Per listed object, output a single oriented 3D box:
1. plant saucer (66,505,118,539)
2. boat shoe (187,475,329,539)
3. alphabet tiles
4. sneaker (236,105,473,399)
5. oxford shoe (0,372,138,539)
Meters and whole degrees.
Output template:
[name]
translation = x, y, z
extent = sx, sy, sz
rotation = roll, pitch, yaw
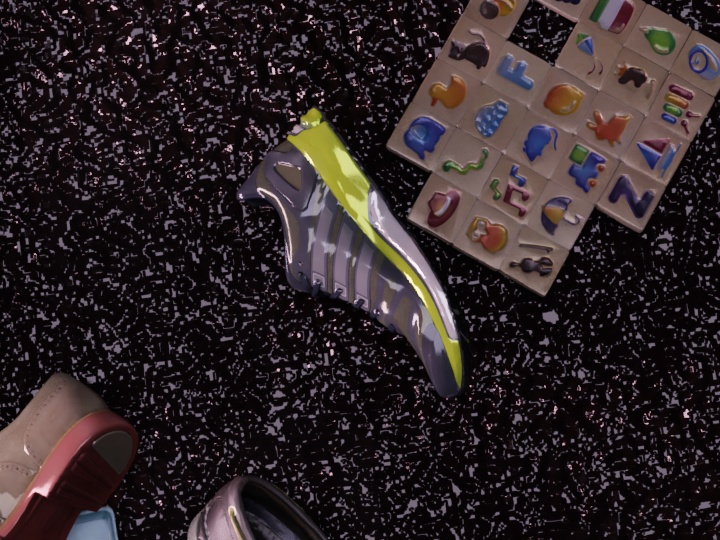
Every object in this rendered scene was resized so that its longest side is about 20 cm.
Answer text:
[plant saucer]
translation = -0.245, 0.199, 1.343
extent = 0.198, 0.019, 0.070
rotation = -11, 85, 1
[boat shoe]
translation = -0.022, 0.210, 1.302
extent = 0.201, 0.061, 0.072
rotation = 46, 47, 5
[alphabet tiles]
translation = 0.119, -0.092, 1.354
extent = 0.166, 0.008, 0.201
rotation = 29, 79, 4
[sneaker]
translation = 0.000, 0.000, 1.336
extent = 0.081, 0.074, 0.201
rotation = -36, 77, 5
[oxford shoe]
translation = -0.221, 0.151, 1.317
extent = 0.200, 0.070, 0.075
rotation = -47, 57, -1
